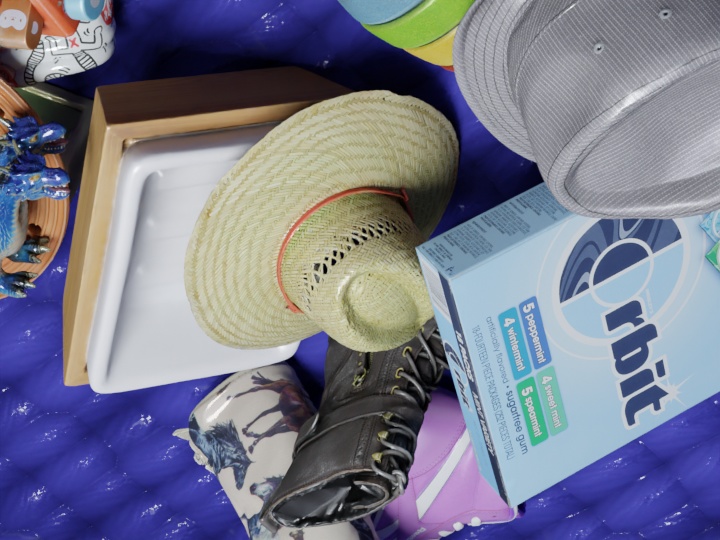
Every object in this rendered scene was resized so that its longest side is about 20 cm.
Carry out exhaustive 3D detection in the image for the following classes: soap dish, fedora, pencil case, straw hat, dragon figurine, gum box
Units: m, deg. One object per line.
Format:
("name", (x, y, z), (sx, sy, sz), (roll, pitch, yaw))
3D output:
("soap dish", (-0.095, -0.027, 1.162), (0.156, 0.081, 0.201), (-10, 137, -27))
("fedora", (0.147, -0.085, 0.971), (0.199, 0.091, 0.177), (-20, 134, 18))
("pencil case", (-0.041, 0.163, 1.277), (0.089, 0.201, 0.078), (-37, 158, 22))
("straw hat", (0.000, 0.000, 1.118), (0.085, 0.200, 0.202), (48, 141, 32))
("dragon figurine", (-0.241, -0.032, 1.124), (0.198, 0.059, 0.100), (-6, 127, 19))
("gum box", (0.143, 0.018, 1.125), (0.199, 0.045, 0.171), (-27, 126, -12))

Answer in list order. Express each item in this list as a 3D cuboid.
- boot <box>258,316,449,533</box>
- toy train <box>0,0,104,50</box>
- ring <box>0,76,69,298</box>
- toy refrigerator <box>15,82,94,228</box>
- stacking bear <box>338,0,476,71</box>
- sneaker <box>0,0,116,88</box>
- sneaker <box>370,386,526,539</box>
("boot", (0.033, 0.070, 1.183), (0.199, 0.175, 0.069), (-31, 116, 34))
("toy train", (-0.240, -0.157, 1.014), (0.198, 0.056, 0.150), (11, 160, 20))
("ring", (-0.263, -0.061, 1.158), (0.198, 0.019, 0.202), (8, 131, 9))
("toy refrigerator", (-0.264, -0.093, 1.193), (0.198, 0.076, 0.070), (20, 131, -2))
("stacking bear", (0.050, -0.151, 1.042), (0.200, 0.114, 0.121), (36, 166, -29))
("sneaker", (-0.237, -0.158, 1.138), (0.199, 0.067, 0.109), (1, 127, 11))
("sneaker", (0.047, 0.167, 1.331), (0.113, 0.073, 0.201), (19, 131, -5))
